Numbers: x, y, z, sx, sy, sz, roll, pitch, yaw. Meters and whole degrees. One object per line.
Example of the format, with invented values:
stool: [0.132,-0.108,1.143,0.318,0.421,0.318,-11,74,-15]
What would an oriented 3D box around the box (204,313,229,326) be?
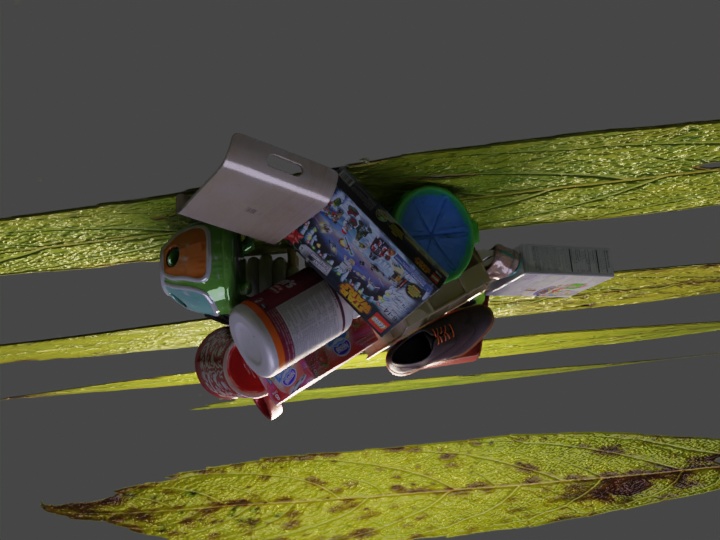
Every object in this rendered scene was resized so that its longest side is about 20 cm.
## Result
box: [-0.188,0.061,1.508,0.139,0.080,0.200,-12,162,15]

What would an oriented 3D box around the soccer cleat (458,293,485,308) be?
soccer cleat: [0.151,0.048,1.604,0.196,0.069,0.082,-6,146,0]

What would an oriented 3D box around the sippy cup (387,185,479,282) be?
sippy cup: [0.075,-0.043,1.160,0.176,0.141,0.130,32,160,-20]

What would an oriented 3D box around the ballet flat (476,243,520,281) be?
ballet flat: [0.201,-0.002,1.454,0.067,0.069,0.199,27,144,-26]

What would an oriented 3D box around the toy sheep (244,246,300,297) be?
toy sheep: [-0.158,0.034,1.323,0.196,0.141,0.138,-5,164,1]

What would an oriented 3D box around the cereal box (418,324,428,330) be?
cereal box: [0.029,0.101,1.636,0.142,0.040,0.198,12,-177,-42]

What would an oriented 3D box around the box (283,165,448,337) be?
box: [0.003,-0.021,1.067,0.137,0.200,0.040,-44,-178,44]

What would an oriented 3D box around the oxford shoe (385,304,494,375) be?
oxford shoe: [0.133,0.114,1.313,0.198,0.072,0.073,-29,168,-4]

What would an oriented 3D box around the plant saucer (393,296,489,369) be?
plant saucer: [0.169,0.127,1.644,0.197,0.201,0.037,-13,125,26]

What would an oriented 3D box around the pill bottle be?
pill bottle: [-0.079,0.059,1.147,0.198,0.111,0.109,-30,178,-30]

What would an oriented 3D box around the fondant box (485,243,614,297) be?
fondant box: [0.347,0.003,1.498,0.196,0.059,0.144,3,162,-22]

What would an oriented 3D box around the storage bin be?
storage bin: [0.096,0.050,1.384,0.198,0.095,0.198,-26,173,-26]

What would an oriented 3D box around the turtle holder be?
turtle holder: [-0.221,-0.004,1.188,0.129,0.144,0.186,-4,-175,-3]

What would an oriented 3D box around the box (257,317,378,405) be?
box: [-0.074,0.123,1.290,0.102,0.096,0.199,-36,174,32]

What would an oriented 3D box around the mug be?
mug: [-0.190,0.171,1.410,0.175,0.135,0.200,27,165,-16]

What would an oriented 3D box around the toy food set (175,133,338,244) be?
toy food set: [-0.137,-0.103,1.024,0.142,0.062,0.199,18,153,-27]

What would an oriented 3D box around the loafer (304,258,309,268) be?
loafer: [-0.046,-0.046,1.197,0.068,0.071,0.200,6,162,-7]
